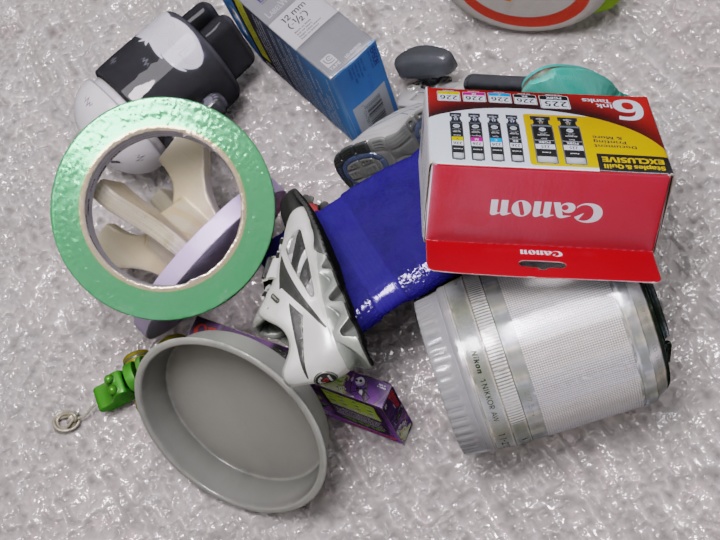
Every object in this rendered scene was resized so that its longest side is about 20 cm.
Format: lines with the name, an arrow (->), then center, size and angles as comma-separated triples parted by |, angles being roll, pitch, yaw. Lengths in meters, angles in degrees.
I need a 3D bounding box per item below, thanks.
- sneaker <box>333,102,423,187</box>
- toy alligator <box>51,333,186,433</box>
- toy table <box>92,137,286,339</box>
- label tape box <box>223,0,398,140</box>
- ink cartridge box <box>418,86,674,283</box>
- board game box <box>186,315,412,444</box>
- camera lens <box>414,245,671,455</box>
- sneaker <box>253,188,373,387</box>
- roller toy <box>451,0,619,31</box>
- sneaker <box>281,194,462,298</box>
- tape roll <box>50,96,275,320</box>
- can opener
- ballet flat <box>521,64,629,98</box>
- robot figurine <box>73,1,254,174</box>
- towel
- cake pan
sneaker -> 0.064, -0.141, 1.195 | 0.200, 0.075, 0.087 | -13, 32, 35
toy alligator -> -0.226, 0.110, 1.201 | 0.200, 0.054, 0.059 | -24, 64, 2
toy table -> -0.181, -0.043, 1.199 | 0.117, 0.184, 0.200 | 43, 89, 11
label tape box -> -0.058, -0.237, 1.259 | 0.066, 0.143, 0.200 | -42, 66, -6
ink cartridge box -> 0.153, -0.075, 1.022 | 0.200, 0.084, 0.176 | 2, 37, -1
board game box -> -0.055, 0.103, 1.130 | 0.200, 0.120, 0.032 | 18, 67, 18
camera lens -> 0.164, 0.063, 1.075 | 0.200, 0.160, 0.160 | -18, 65, 5
sneaker -> -0.058, 0.013, 1.047 | 0.088, 0.074, 0.200 | -23, 50, 6
roller toy -> 0.172, -0.348, 1.229 | 0.182, 0.200, 0.140 | 3, 68, 20
sneaker -> 0.000, 0.000, 1.188 | 0.200, 0.071, 0.098 | 20, 73, 22
tape roll -> -0.177, -0.055, 1.097 | 0.200, 0.048, 0.201 | 0, 89, -4
can opener -> 0.107, -0.187, 1.211 | 0.200, 0.067, 0.053 | 13, 53, 49
ballet flat -> 0.222, -0.142, 1.136 | 0.067, 0.200, 0.070 | -32, 69, 30
robot figurine -> -0.209, -0.192, 1.288 | 0.200, 0.150, 0.125 | -44, 99, -8
towel -> 0.015, -0.017, 1.115 | 0.200, 0.050, 0.148 | -32, 50, 0
cake pan -> -0.113, 0.135, 1.104 | 0.200, 0.200, 0.037 | 17, 40, 19
